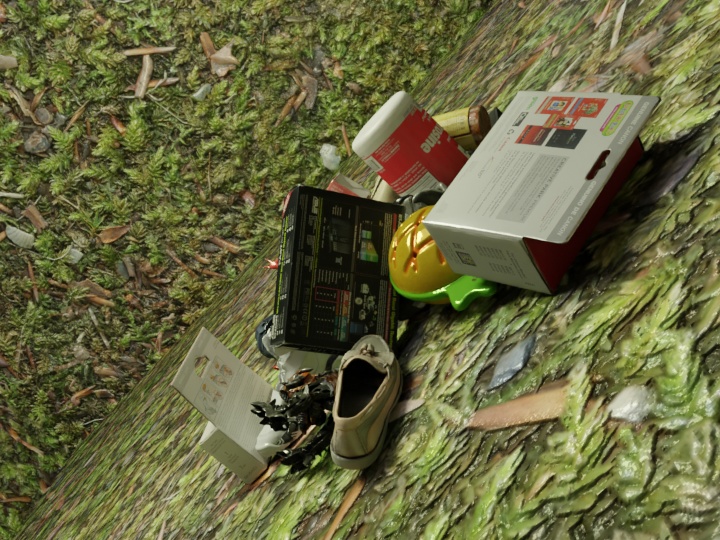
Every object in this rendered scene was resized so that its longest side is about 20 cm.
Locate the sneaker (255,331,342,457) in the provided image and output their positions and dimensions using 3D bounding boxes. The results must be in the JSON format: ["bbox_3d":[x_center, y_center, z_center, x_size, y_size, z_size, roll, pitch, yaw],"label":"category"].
[{"bbox_3d":[-0.103,0.149,1.133,0.200,0.115,0.075,-51,12,-16],"label":"sneaker"}]

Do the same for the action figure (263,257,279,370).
[{"bbox_3d":[-0.108,0.057,1.258,0.098,0.065,0.202,6,71,28],"label":"action figure"}]

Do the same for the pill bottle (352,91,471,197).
[{"bbox_3d":[0.093,-0.150,1.182,0.112,0.200,0.112,-45,12,13],"label":"pill bottle"}]

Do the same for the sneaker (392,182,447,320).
[{"bbox_3d":[0.073,-0.037,1.095,0.201,0.115,0.075,-53,13,-26],"label":"sneaker"}]

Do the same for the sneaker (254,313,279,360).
[{"bbox_3d":[-0.117,0.078,1.518,0.203,0.077,0.146,-53,15,-18],"label":"sneaker"}]

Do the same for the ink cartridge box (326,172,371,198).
[{"bbox_3d":[-0.062,-0.052,1.338,0.201,0.067,0.117,-60,2,12],"label":"ink cartridge box"}]

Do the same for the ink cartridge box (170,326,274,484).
[{"bbox_3d":[-0.196,0.190,1.193,0.045,0.176,0.200,-44,12,15],"label":"ink cartridge box"}]

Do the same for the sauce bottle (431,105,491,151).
[{"bbox_3d":[0.100,-0.201,1.257,0.198,0.066,0.066,-7,32,27],"label":"sauce bottle"}]

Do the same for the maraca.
[{"bbox_3d":[0.106,-0.016,0.949,0.137,0.107,0.200,-51,30,-10],"label":"maraca"}]

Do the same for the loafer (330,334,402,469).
[{"bbox_3d":[0.006,0.125,0.894,0.071,0.063,0.201,-3,31,11],"label":"loafer"}]

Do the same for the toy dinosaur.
[{"bbox_3d":[-0.050,0.159,0.982,0.135,0.103,0.200,-37,1,-28],"label":"toy dinosaur"}]

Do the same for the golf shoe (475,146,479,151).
[{"bbox_3d":[0.219,-0.156,1.006,0.200,0.094,0.078,-35,16,44],"label":"golf shoe"}]

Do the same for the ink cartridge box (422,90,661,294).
[{"bbox_3d":[0.192,-0.082,0.823,0.175,0.084,0.200,15,60,48],"label":"ink cartridge box"}]

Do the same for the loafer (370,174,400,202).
[{"bbox_3d":[0.046,-0.095,1.323,0.068,0.075,0.202,-117,49,-78],"label":"loafer"}]

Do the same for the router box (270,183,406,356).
[{"bbox_3d":[-0.026,0.005,1.028,0.062,0.148,0.202,158,119,-65],"label":"router box"}]

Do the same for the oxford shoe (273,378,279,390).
[{"bbox_3d":[-0.110,0.132,1.318,0.071,0.074,0.200,-39,15,27],"label":"oxford shoe"}]

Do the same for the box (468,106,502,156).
[{"bbox_3d":[0.166,-0.160,1.333,0.200,0.047,0.194,-44,16,23],"label":"box"}]
